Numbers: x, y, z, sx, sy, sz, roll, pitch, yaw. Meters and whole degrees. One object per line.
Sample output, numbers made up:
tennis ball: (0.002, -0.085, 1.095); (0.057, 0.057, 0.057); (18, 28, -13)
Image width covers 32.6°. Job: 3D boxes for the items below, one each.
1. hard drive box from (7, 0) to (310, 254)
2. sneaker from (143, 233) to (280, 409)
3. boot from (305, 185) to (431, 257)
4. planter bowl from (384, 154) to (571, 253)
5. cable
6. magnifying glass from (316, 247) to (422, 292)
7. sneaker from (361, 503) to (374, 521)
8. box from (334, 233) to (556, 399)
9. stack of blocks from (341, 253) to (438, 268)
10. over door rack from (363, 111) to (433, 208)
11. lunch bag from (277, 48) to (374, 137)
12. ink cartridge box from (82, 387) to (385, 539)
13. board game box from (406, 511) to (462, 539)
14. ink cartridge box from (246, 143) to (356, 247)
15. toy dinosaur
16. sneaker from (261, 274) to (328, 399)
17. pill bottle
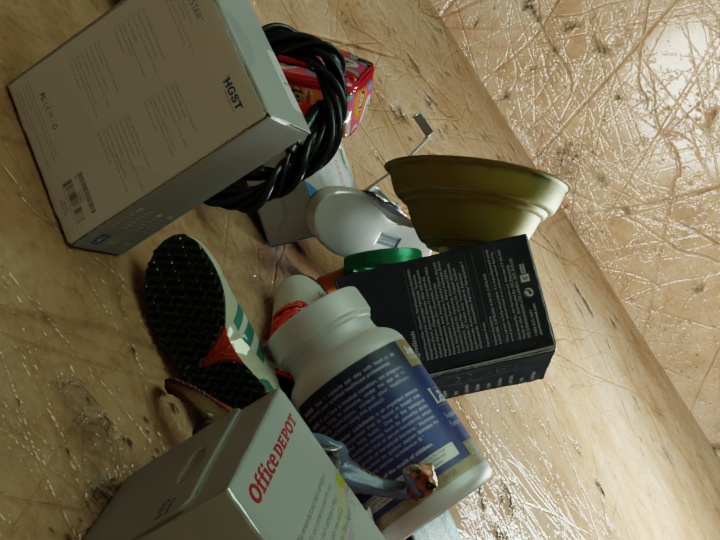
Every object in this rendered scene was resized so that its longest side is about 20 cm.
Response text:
hard drive box: (-0.164, -0.130, 0.986); (0.157, 0.199, 0.077); (66, 19, 15)
sneaker: (-0.120, 0.067, 1.044); (0.201, 0.070, 0.093); (62, 0, 12)
boot: (-0.009, -0.058, 1.335); (0.090, 0.073, 0.200); (41, 10, 38)
planter bowl: (0.119, -0.058, 1.300); (0.200, 0.199, 0.084); (20, 77, -64)
cable: (-0.096, -0.153, 1.214); (0.164, 0.199, 0.051); (56, -2, 20)
magnifying glass: (0.000, 0.000, 1.305); (0.079, 0.200, 0.023); (-2, 80, -25)
sneaker: (-0.011, 0.247, 0.970); (0.201, 0.099, 0.075); (56, -10, -14)
box: (0.088, 0.062, 1.268); (0.200, 0.195, 0.125); (71, 5, -76)
stack of blocks: (0.079, 0.027, 1.543); (0.200, 0.115, 0.059); (34, 31, -53)
over door rack: (0.031, -0.112, 1.574); (0.067, 0.147, 0.200); (52, 20, -17)
lunch bag: (-0.092, -0.200, 1.332); (0.176, 0.199, 0.082); (-63, 165, -66)
ink cartridge box: (-0.069, 0.212, 0.803); (0.201, 0.144, 0.145); (57, 18, -11)
board game box: (0.099, 0.338, 1.253); (0.201, 0.028, 0.135); (64, 18, 13)
ink cartridge box: (-0.068, -0.110, 1.400); (0.200, 0.066, 0.117); (-55, 128, -71)
toy dinosaur: (-0.039, 0.133, 0.921); (0.180, 0.105, 0.201); (4, 42, -24)
sneaker: (-0.063, 0.070, 1.169); (0.108, 0.067, 0.202); (41, 28, -51)
pill bottle: (0.011, 0.121, 1.040); (0.201, 0.116, 0.116); (56, 17, 12)
